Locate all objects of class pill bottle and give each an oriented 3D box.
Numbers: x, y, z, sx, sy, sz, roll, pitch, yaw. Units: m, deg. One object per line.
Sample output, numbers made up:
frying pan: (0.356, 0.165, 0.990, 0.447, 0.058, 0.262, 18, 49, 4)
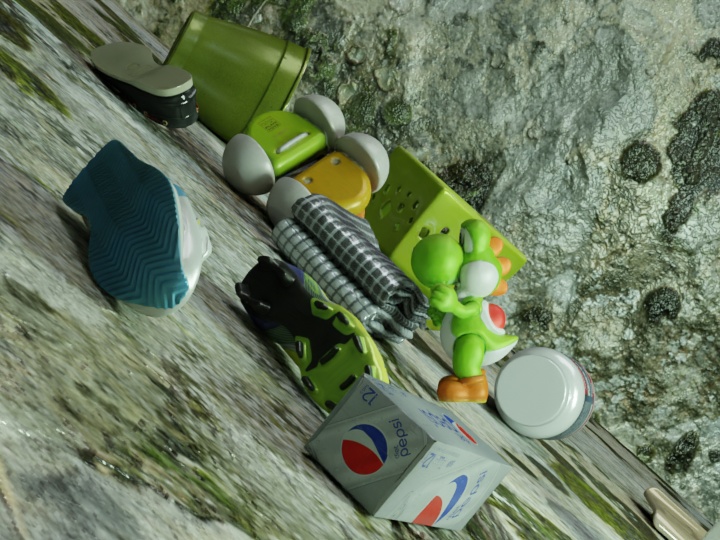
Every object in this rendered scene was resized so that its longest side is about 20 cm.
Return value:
pill bottle: (0.239, 0.161, 2.166, 0.120, 0.120, 0.200, 42, 5, 15)

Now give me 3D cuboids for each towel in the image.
towel: (0.000, 0.000, 1.905, 0.166, 0.086, 0.200, 44, 5, 19)

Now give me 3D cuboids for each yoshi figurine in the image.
yoshi figurine: (0.098, 0.042, 1.821, 0.112, 0.201, 0.112, 4, 3, 44)

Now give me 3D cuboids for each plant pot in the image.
plant pot: (0.095, -0.037, 2.467, 0.199, 0.182, 0.200, 39, 4, -30)
plant pot: (-0.209, -0.305, 2.586, 0.192, 0.201, 0.200, 28, 7, -11)

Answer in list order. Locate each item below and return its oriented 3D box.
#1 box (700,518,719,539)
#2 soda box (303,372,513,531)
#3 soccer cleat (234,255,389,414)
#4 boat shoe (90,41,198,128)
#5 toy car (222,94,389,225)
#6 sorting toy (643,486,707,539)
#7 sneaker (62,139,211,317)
box: (0.413, 0.308, 1.676, 0.124, 0.200, 0.097, 44, 5, 32)
soda box: (0.037, 0.126, 1.108, 0.068, 0.063, 0.200, 41, 4, 21)
soccer cleat: (-0.024, 0.057, 1.264, 0.084, 0.065, 0.200, 40, 4, -44)
boat shoe: (-0.268, -0.229, 2.029, 0.201, 0.074, 0.063, 32, -39, 44)
toy car: (-0.072, -0.115, 2.128, 0.200, 0.175, 0.150, 42, -30, 22)
sorting toy: (0.510, 0.422, 2.548, 0.185, 0.037, 0.200, 41, 9, 2)
sneaker: (-0.129, -0.021, 1.056, 0.081, 0.077, 0.200, 41, 6, -28)
